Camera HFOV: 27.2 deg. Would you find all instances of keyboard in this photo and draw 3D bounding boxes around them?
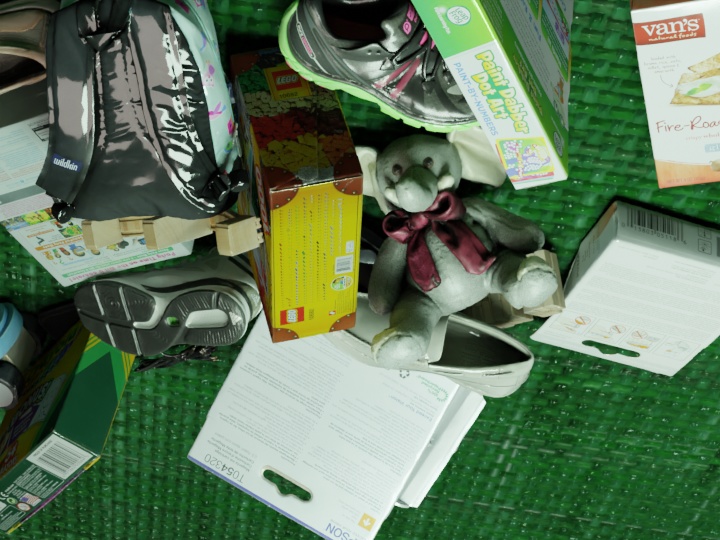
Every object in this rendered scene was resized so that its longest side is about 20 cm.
[{"bbox_3d":[-0.222,0.060,1.531,0.198,0.021,0.127,-14,132,25],"label":"keyboard"}]

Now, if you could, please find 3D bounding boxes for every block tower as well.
[{"bbox_3d":[0.096,0.034,1.408,0.198,0.058,0.054,-15,167,26],"label":"block tower"}]

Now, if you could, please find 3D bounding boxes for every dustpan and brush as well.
[{"bbox_3d":[0.002,0.123,1.429,0.199,0.057,0.140,35,99,10],"label":"dustpan and brush"}]

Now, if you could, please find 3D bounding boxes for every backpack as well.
[{"bbox_3d":[-0.176,-0.144,1.157,0.165,0.127,0.202,-5,126,1],"label":"backpack"}]

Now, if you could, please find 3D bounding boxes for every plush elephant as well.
[{"bbox_3d":[0.063,-0.046,1.260,0.163,0.200,0.156,-23,112,14],"label":"plush elephant"}]

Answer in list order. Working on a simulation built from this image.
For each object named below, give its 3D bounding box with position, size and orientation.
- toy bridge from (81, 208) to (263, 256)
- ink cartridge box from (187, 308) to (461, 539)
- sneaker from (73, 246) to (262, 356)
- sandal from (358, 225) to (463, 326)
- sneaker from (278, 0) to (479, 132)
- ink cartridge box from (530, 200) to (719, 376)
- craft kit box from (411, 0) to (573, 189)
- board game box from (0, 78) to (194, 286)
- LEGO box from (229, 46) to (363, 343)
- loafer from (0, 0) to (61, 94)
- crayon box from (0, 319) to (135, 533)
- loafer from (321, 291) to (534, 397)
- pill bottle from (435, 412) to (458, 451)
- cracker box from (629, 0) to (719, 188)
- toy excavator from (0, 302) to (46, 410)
[{"bbox_3d":[-0.151,-0.036,1.242,0.199,0.067,0.028,3,107,44],"label":"toy bridge"},{"bbox_3d":[-0.033,0.133,1.393,0.195,0.043,0.201,30,100,2],"label":"ink cartridge box"},{"bbox_3d":[-0.166,0.020,1.402,0.199,0.115,0.076,1,118,29],"label":"sneaker"},{"bbox_3d":[0.000,0.000,1.363,0.198,0.043,0.077,22,133,11],"label":"sandal"},{"bbox_3d":[0.036,-0.168,1.159,0.198,0.077,0.084,14,145,-11],"label":"sneaker"},{"bbox_3d":[0.270,0.022,1.400,0.161,0.051,0.200,15,150,-11],"label":"ink cartridge box"},{"bbox_3d":[0.095,-0.194,1.018,0.048,0.199,0.200,-13,137,22],"label":"craft kit box"},{"bbox_3d":[-0.256,-0.081,1.322,0.146,0.065,0.200,-13,137,23],"label":"board game box"},{"bbox_3d":[-0.054,-0.062,1.235,0.076,0.150,0.201,-11,143,-11],"label":"LEGO box"},{"bbox_3d":[-0.324,-0.167,1.221,0.198,0.063,0.072,-15,138,25],"label":"loafer"},{"bbox_3d":[-0.306,0.145,1.496,0.058,0.174,0.200,32,134,-21],"label":"crayon box"},{"bbox_3d":[0.059,0.057,1.322,0.198,0.071,0.070,15,152,-11],"label":"loafer"},{"bbox_3d":[-0.001,0.135,1.518,0.198,0.112,0.112,-4,141,12],"label":"pill bottle"},{"bbox_3d":[0.285,-0.155,1.154,0.133,0.058,0.201,-6,140,15],"label":"cracker box"},{"bbox_3d":[-0.447,0.053,1.509,0.193,0.100,0.201,-17,123,24],"label":"toy excavator"}]
